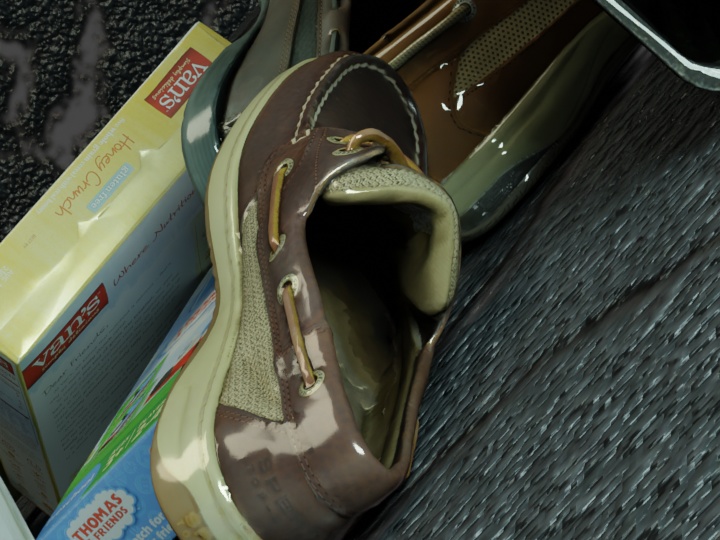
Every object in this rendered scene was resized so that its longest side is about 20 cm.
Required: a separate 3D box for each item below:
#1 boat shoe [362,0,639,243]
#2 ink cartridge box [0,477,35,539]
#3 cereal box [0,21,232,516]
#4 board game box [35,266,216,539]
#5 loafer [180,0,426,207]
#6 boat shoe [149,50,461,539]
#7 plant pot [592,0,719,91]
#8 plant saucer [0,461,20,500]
[{"bbox_3d":[0.063,-0.101,0.919,0.200,0.074,0.076,-51,8,-13],"label":"boat shoe"},{"bbox_3d":[-0.187,0.107,0.997,0.146,0.086,0.200,-27,14,-12],"label":"ink cartridge box"},{"bbox_3d":[-0.088,0.007,1.146,0.144,0.039,0.200,-50,-14,-18],"label":"cereal box"},{"bbox_3d":[-0.026,0.010,1.027,0.151,0.037,0.200,-45,8,30],"label":"board game box"},{"bbox_3d":[0.000,-0.082,1.015,0.063,0.072,0.200,-18,29,28],"label":"loafer"},{"bbox_3d":[0.000,0.000,0.799,0.072,0.072,0.200,-33,23,30],"label":"boat shoe"},{"bbox_3d":[0.080,-0.175,0.802,0.200,0.200,0.177,-49,-3,0],"label":"plant pot"},{"bbox_3d":[-0.157,0.049,1.305,0.200,0.048,0.200,-50,-6,-6],"label":"plant saucer"}]
